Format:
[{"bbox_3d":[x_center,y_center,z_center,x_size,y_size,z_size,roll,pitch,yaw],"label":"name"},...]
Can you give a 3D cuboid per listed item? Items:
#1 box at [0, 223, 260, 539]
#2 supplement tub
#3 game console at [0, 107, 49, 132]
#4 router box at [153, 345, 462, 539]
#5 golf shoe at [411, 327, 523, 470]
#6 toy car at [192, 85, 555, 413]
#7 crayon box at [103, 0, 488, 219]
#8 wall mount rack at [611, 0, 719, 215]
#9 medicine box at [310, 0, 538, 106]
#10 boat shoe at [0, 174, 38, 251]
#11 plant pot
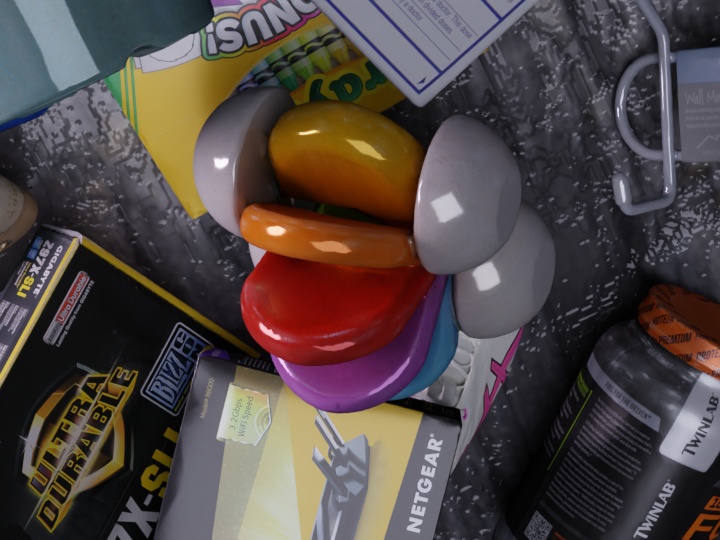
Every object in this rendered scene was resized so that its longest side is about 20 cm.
[{"bbox_3d":[-0.165,0.098,1.234,0.160,0.049,0.201,37,77,-41],"label":"box"},{"bbox_3d":[0.173,0.118,1.301,0.122,0.123,0.201,23,108,-13],"label":"supplement tub"},{"bbox_3d":[-0.293,-0.160,1.207,0.170,0.118,0.201,0,114,29],"label":"game console"},{"bbox_3d":[-0.040,0.159,1.230,0.156,0.052,0.201,13,95,0],"label":"router box"},{"bbox_3d":[0.052,0.073,1.290,0.072,0.092,0.201,20,107,-12],"label":"golf shoe"},{"bbox_3d":[0.000,0.000,1.145,0.174,0.200,0.151,10,68,22],"label":"toy car"},{"bbox_3d":[-0.055,-0.154,1.208,0.199,0.058,0.173,-29,111,7],"label":"crayon box"},{"bbox_3d":[0.197,-0.120,1.182,0.074,0.199,0.175,-10,97,-43],"label":"wall mount rack"},{"bbox_3d":[0.034,-0.222,1.087,0.200,0.103,0.182,-42,124,8],"label":"medicine box"},{"bbox_3d":[-0.276,0.000,1.239,0.199,0.072,0.064,-24,156,24],"label":"boat shoe"},{"bbox_3d":[-0.179,-0.185,1.075,0.199,0.200,0.197,-23,100,4],"label":"plant pot"}]
